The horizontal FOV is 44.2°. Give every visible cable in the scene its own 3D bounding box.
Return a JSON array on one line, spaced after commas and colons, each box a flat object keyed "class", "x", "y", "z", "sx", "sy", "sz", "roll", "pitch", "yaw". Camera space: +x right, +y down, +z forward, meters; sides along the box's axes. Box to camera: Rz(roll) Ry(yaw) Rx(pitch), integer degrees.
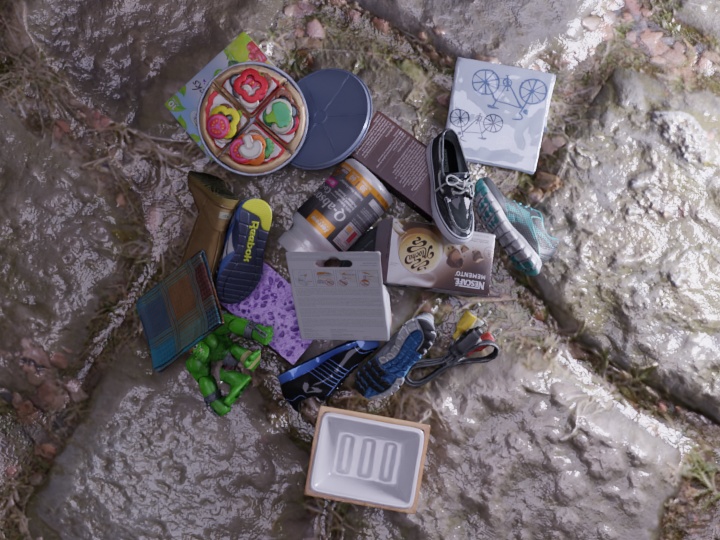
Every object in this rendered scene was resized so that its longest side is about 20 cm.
[{"class": "cable", "x": 0.170, "y": 0.153, "z": 1.609, "sx": 0.200, "sy": 0.050, "sz": 0.097, "roll": -39, "pitch": 101, "yaw": 10}]

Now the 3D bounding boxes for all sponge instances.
[{"class": "sponge", "x": -0.163, "y": 0.066, "z": 1.616, "sx": 0.200, "sy": 0.030, "sz": 0.112, "roll": 40, "pitch": 86, "yaw": 4}]

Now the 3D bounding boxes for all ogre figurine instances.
[{"class": "ogre figurine", "x": -0.243, "y": 0.155, "z": 1.578, "sx": 0.120, "sy": 0.200, "sz": 0.098, "roll": 37, "pitch": 43, "yaw": 14}]

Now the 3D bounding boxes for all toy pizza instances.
[{"class": "toy pizza", "x": -0.067, "y": -0.273, "z": 1.615, "sx": 0.199, "sy": 0.032, "sz": 0.201, "roll": -8, "pitch": 70, "yaw": 23}, {"class": "toy pizza", "x": -0.193, "y": -0.269, "z": 1.575, "sx": 0.199, "sy": 0.032, "sz": 0.201, "roll": 0, "pitch": 95, "yaw": 1}]

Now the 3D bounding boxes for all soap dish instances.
[{"class": "soap dish", "x": 0.012, "y": 0.332, "z": 1.567, "sx": 0.199, "sy": 0.081, "sz": 0.158, "roll": 10, "pitch": 86, "yaw": 1}]

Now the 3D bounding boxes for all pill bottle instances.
[{"class": "pill bottle", "x": -0.047, "y": -0.093, "z": 1.583, "sx": 0.116, "sy": 0.116, "sz": 0.200, "roll": 43, "pitch": 87, "yaw": 4}]

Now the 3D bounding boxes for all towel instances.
[{"class": "towel", "x": -0.319, "y": 0.073, "z": 1.553, "sx": 0.200, "sy": 0.022, "sz": 0.147, "roll": -35, "pitch": 66, "yaw": 34}]

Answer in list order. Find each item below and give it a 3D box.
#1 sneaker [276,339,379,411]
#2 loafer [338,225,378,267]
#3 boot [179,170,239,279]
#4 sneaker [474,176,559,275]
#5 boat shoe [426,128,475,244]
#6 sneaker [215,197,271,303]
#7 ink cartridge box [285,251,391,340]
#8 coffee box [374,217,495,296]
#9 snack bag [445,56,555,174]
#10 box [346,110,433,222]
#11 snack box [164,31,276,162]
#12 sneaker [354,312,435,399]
[{"class": "sneaker", "x": -0.048, "y": 0.182, "z": 1.590, "sx": 0.199, "sy": 0.070, "sz": 0.078, "roll": -25, "pitch": 90, "yaw": 5}, {"class": "loafer", "x": 0.000, "y": 0.000, "z": 1.611, "sx": 0.072, "sy": 0.063, "sz": 0.200, "roll": 39, "pitch": 83, "yaw": 27}, {"class": "boot", "x": -0.294, "y": -0.064, "z": 1.599, "sx": 0.066, "sy": 0.175, "sz": 0.201, "roll": 10, "pitch": 109, "yaw": -30}, {"class": "sneaker", "x": 0.283, "y": -0.091, "z": 1.608, "sx": 0.091, "sy": 0.078, "sz": 0.200, "roll": -34, "pitch": 89, "yaw": -17}, {"class": "boat shoe", "x": 0.164, "y": -0.147, "z": 1.524, "sx": 0.073, "sy": 0.068, "sz": 0.200, "roll": 1, "pitch": 72, "yaw": -19}, {"class": "sneaker", "x": -0.210, "y": -0.038, "z": 1.581, "sx": 0.074, "sy": 0.082, "sz": 0.201, "roll": 15, "pitch": 102, "yaw": -24}, {"class": "ink cartridge box", "x": -0.035, "y": 0.034, "z": 1.503, "sx": 0.161, "sy": 0.050, "sz": 0.201, "roll": 0, "pitch": 128, "yaw": 9}, {"class": "coffee box", "x": 0.129, "y": -0.020, "z": 1.561, "sx": 0.199, "sy": 0.080, "sz": 0.114, "roll": 9, "pitch": 84, "yaw": -19}, {"class": "snack bag", "x": 0.254, "y": -0.284, "z": 1.639, "sx": 0.188, "sy": 0.021, "sz": 0.201, "roll": 10, "pitch": 85, "yaw": 2}, {"class": "box", "x": 0.081, "y": -0.188, "z": 1.610, "sx": 0.200, "sy": 0.075, "sz": 0.100, "roll": 38, "pitch": 87, "yaw": 5}, {"class": "snack box", "x": -0.237, "y": -0.315, "z": 1.627, "sx": 0.200, "sy": 0.053, "sz": 0.142, "roll": -41, "pitch": 85, "yaw": 5}, {"class": "sneaker", "x": 0.069, "y": 0.152, "z": 1.588, "sx": 0.075, "sy": 0.087, "sz": 0.200, "roll": 43, "pitch": 111, "yaw": -2}]
